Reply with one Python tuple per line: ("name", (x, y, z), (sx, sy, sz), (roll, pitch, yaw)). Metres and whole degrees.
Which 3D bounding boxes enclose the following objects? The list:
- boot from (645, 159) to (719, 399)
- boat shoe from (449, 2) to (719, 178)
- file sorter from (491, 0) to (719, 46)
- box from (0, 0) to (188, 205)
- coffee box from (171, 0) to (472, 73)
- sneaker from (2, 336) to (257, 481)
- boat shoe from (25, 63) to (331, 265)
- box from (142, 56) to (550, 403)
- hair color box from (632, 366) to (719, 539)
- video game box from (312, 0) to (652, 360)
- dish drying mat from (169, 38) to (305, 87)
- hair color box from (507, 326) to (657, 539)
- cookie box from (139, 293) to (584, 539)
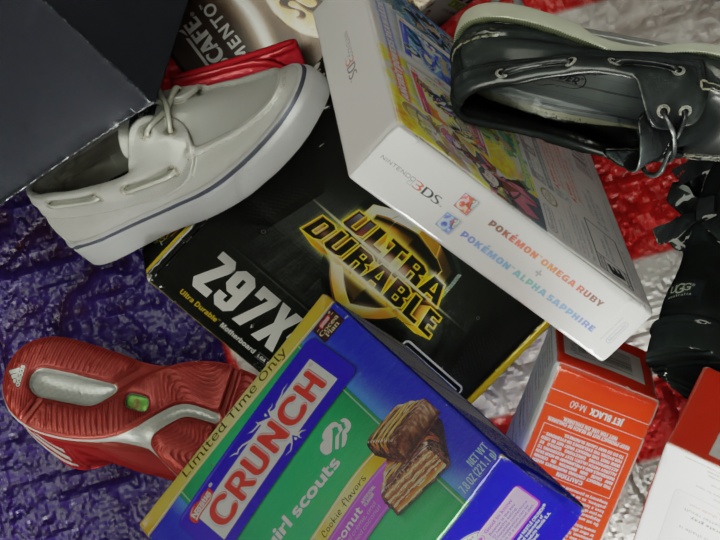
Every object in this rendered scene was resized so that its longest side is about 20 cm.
("boot", (0.233, 0.013, 1.436), (0.073, 0.198, 0.163), (-6, 56, 41))
("boat shoe", (0.139, -0.081, 1.335), (0.199, 0.075, 0.066), (18, 50, 2))
("file sorter", (0.157, -0.198, 1.403), (0.138, 0.125, 0.200), (11, 54, 13))
("box", (-0.192, -0.144, 1.459), (0.182, 0.200, 0.104), (-30, 120, 30))
("coffee box", (-0.015, -0.170, 1.509), (0.200, 0.080, 0.113), (-39, 83, 11))
("sneaker", (-0.112, 0.092, 1.529), (0.200, 0.116, 0.079), (22, 78, -3))
("boat shoe", (-0.104, -0.069, 1.422), (0.200, 0.072, 0.066), (-24, 128, 40))
("box", (0.000, 0.000, 1.474), (0.200, 0.049, 0.160), (41, 102, -21))
("hair color box", (0.206, 0.152, 1.400), (0.111, 0.200, 0.064), (25, 51, 12))
("video game box", (0.062, -0.061, 1.395), (0.182, 0.200, 0.047), (38, 109, -24))
("dish drying mat", (-0.044, -0.031, 1.492), (0.077, 0.018, 0.200), (-17, 116, 1))
("hair color box", (0.099, 0.138, 1.441), (0.064, 0.111, 0.200), (22, 103, -2))
("cookie box", (-0.004, 0.131, 1.374), (0.171, 0.075, 0.200), (-52, 38, 2))
